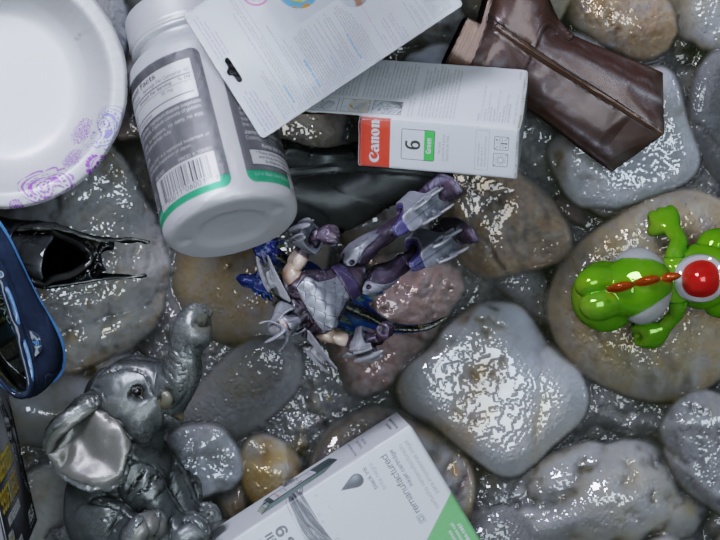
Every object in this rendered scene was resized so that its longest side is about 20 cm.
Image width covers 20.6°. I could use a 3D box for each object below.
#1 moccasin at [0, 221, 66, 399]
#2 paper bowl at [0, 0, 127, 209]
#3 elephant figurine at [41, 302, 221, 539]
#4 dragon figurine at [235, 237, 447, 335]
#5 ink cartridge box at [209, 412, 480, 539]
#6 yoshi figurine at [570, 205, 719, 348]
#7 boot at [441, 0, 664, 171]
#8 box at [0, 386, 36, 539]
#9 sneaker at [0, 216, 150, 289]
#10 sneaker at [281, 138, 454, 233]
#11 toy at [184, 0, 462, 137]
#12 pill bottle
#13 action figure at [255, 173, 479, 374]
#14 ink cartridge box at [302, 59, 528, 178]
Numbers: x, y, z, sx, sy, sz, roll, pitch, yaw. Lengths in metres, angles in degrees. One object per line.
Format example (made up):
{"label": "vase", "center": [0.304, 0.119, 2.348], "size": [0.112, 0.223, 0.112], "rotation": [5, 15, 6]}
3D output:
{"label": "moccasin", "center": [-0.299, 0.010, 1.558], "size": [0.080, 0.068, 0.200], "rotation": [-33, 101, 23]}
{"label": "paper bowl", "center": [-0.292, -0.153, 1.629], "size": [0.199, 0.104, 0.202], "rotation": [-1, 94, -9]}
{"label": "elephant figurine", "center": [-0.194, 0.133, 1.654], "size": [0.154, 0.141, 0.202], "rotation": [-17, 103, -22]}
{"label": "dragon figurine", "center": [-0.020, 0.026, 1.685], "size": [0.199, 0.099, 0.059], "rotation": [26, 91, -9]}
{"label": "ink cartridge box", "center": [-0.010, 0.239, 1.691], "size": [0.199, 0.084, 0.147], "rotation": [-33, 97, -4]}
{"label": "yoshi figurine", "center": [0.267, 0.010, 1.744], "size": [0.199, 0.113, 0.112], "rotation": [-7, 136, -22]}
{"label": "boot", "center": [0.195, -0.205, 1.717], "size": [0.199, 0.064, 0.187], "rotation": [28, 103, -6]}
{"label": "box", "center": [-0.308, 0.152, 1.601], "size": [0.048, 0.200, 0.160], "rotation": [-11, 95, -4]}
{"label": "sneaker", "center": [-0.281, -0.018, 1.623], "size": [0.198, 0.104, 0.061], "rotation": [6, 91, -29]}
{"label": "sneaker", "center": [-0.018, -0.065, 1.700], "size": [0.198, 0.076, 0.092], "rotation": [2, 100, 1]}
{"label": "toy", "center": [-0.031, -0.206, 1.589], "size": [0.199, 0.047, 0.116], "rotation": [-34, 95, -9]}
{"label": "pill bottle", "center": [-0.126, -0.123, 1.613], "size": [0.112, 0.113, 0.201], "rotation": [-12, 68, -7]}
{"label": "action figure", "center": [0.000, 0.000, 1.620], "size": [0.199, 0.069, 0.131], "rotation": [-35, 115, -15]}
{"label": "ink cartridge box", "center": [0.039, -0.130, 1.665], "size": [0.198, 0.109, 0.051], "rotation": [4, 122, 7]}
